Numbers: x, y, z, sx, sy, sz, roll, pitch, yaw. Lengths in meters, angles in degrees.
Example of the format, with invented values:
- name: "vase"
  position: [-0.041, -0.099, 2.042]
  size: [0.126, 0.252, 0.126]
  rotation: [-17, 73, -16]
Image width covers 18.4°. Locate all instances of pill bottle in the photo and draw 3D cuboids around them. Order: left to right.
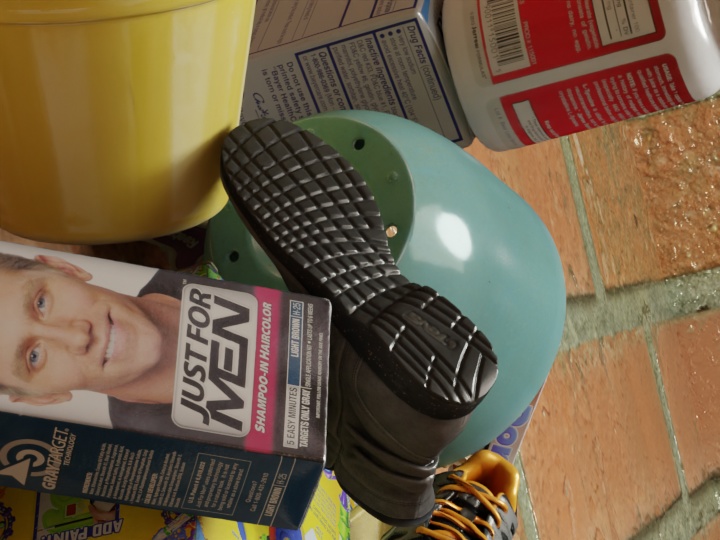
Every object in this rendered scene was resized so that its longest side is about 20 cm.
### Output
- name: "pill bottle"
  position: [0.160, -0.150, 1.387]
  size: [0.112, 0.199, 0.113]
  rotation: [-14, 90, -73]

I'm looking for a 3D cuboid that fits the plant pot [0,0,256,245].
- name: "plant pot"
  position: [-0.138, -0.123, 1.147]
  size: [0.201, 0.200, 0.190]
  rotation: [-62, 152, -66]

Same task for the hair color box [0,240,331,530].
- name: "hair color box"
  position: [-0.116, 0.051, 1.037]
  size: [0.061, 0.199, 0.100]
  rotation: [110, -15, -48]

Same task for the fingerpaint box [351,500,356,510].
- name: "fingerpaint box"
  position: [-0.017, 0.180, 1.467]
  size: [0.167, 0.073, 0.201]
  rotation: [-75, 147, -58]

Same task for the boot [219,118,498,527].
- name: "boot"
  position: [-0.021, 0.031, 1.134]
  size: [0.200, 0.070, 0.132]
  rotation: [54, -35, 22]

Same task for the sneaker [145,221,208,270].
- name: "sneaker"
  position: [-0.130, -0.061, 1.332]
  size: [0.100, 0.075, 0.200]
  rotation: [64, 9, 28]

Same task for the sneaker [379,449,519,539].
- name: "sneaker"
  position: [0.050, 0.154, 1.266]
  size: [0.077, 0.078, 0.200]
  rotation: [-62, 178, 12]

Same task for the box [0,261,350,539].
- name: "box"
  position: [-0.094, 0.139, 1.166]
  size: [0.200, 0.121, 0.193]
  rotation: [58, 25, -48]

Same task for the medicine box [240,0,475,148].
- name: "medicine box"
  position: [-0.023, -0.139, 1.481]
  size: [0.182, 0.199, 0.103]
  rotation: [-74, 146, -59]

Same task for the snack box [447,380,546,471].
- name: "snack box"
  position: [0.090, 0.113, 1.516]
  size: [0.072, 0.024, 0.201]
  rotation: [-97, -157, -63]

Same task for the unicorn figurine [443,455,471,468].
- name: "unicorn figurine"
  position: [0.029, 0.056, 1.389]
  size: [0.137, 0.200, 0.074]
  rotation: [46, 7, 20]

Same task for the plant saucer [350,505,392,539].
- name: "plant saucer"
  position: [0.037, 0.237, 1.304]
  size: [0.200, 0.199, 0.049]
  rotation: [-33, 148, -53]

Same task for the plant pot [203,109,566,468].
- name: "plant pot"
  position: [0.000, 0.000, 1.286]
  size: [0.161, 0.200, 0.202]
  rotation: [43, 36, -59]
